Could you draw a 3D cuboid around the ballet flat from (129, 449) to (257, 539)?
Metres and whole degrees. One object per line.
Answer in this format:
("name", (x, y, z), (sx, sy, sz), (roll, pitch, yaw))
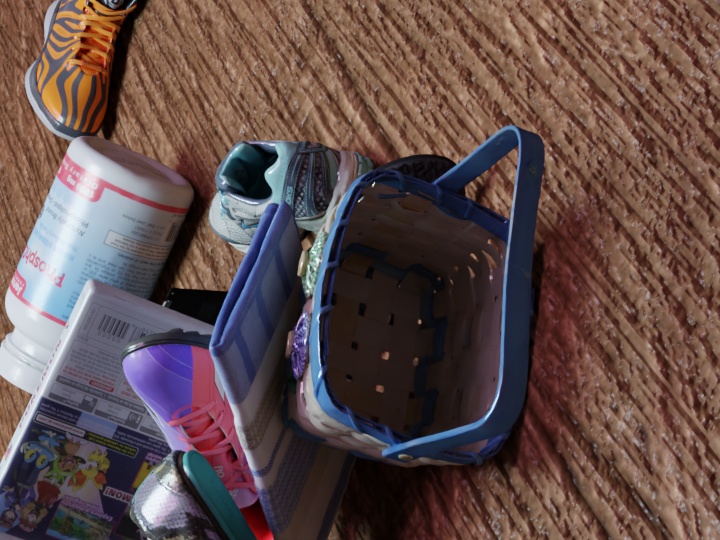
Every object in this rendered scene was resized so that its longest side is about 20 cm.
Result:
("ballet flat", (-0.066, 0.199, 1.396), (0.072, 0.201, 0.072), (-38, 0, 0))

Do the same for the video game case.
("video game case", (-0.122, 0.120, 1.532), (0.183, 0.199, 0.023), (-63, 21, 13))

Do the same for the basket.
("basket", (0.039, 0.028, 1.350), (0.200, 0.139, 0.177), (-28, 47, 52))

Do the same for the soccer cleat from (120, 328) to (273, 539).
("soccer cleat", (-0.085, 0.102, 1.436), (0.068, 0.200, 0.074), (-12, 58, 16))

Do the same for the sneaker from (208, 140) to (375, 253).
("sneaker", (-0.068, -0.063, 1.688), (0.200, 0.086, 0.078), (-13, 59, 60))

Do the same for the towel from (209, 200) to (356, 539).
("towel", (-0.045, 0.077, 1.431), (0.024, 0.201, 0.147), (-2, 39, 19))

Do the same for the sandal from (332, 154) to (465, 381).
("sandal", (0.000, 0.000, 1.532), (0.200, 0.075, 0.045), (-59, 16, 27))

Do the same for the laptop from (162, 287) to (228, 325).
("laptop", (-0.126, 0.121, 1.702), (0.199, 0.116, 0.188), (2, 54, 35))

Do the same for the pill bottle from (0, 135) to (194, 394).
("pill bottle", (-0.220, 0.002, 1.914), (0.201, 0.108, 0.109), (-65, 26, 9))

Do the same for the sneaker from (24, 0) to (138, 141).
("sneaker", (-0.247, -0.214, 2.159), (0.112, 0.077, 0.201), (-50, 32, 38))
